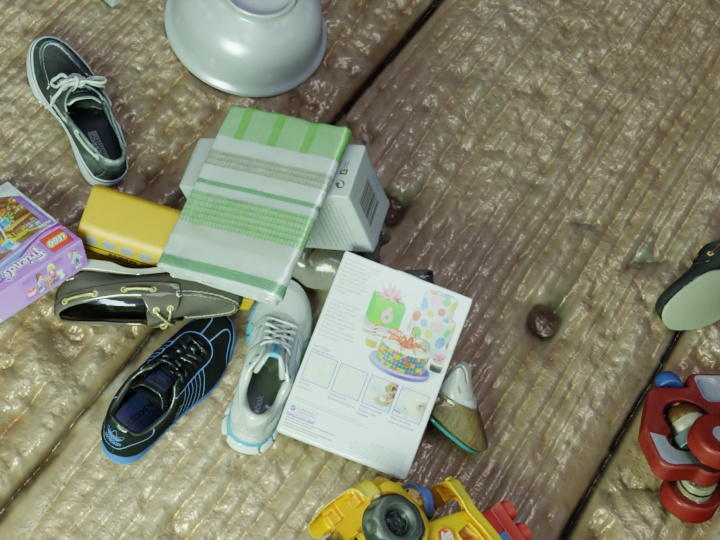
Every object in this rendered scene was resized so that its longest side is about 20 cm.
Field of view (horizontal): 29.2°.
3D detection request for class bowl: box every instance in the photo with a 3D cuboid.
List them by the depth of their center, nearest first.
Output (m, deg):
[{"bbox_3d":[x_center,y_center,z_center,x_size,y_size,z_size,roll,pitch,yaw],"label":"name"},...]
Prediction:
[{"bbox_3d":[-0.128,-0.313,1.636,0.200,0.090,0.202,6,64,-13],"label":"bowl"}]

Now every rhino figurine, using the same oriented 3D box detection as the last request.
[{"bbox_3d":[0.000,0.000,1.531,0.199,0.060,0.088,23,65,0],"label":"rhino figurine"}]

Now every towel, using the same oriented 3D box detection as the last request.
[{"bbox_3d":[-0.105,-0.069,1.405,0.148,0.031,0.201,15,70,23],"label":"towel"}]

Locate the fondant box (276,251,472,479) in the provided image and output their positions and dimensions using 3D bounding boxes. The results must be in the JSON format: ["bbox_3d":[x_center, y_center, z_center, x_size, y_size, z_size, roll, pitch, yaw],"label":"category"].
[{"bbox_3d":[0.016,0.100,1.438,0.143,0.058,0.201,20,84,7],"label":"fondant box"}]

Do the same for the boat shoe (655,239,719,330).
[{"bbox_3d":[0.430,0.005,1.657,0.201,0.074,0.063,-31,40,-17],"label":"boat shoe"}]

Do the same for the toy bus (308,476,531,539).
[{"bbox_3d":[0.077,0.276,1.381,0.192,0.136,0.200,-32,80,-39],"label":"toy bus"}]

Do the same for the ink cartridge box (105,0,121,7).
[{"bbox_3d":[-0.242,-0.426,1.628,0.084,0.144,0.200,43,61,6],"label":"ink cartridge box"}]

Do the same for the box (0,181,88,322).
[{"bbox_3d":[-0.398,0.002,1.402,0.200,0.039,0.137,-36,53,-28],"label":"box"}]

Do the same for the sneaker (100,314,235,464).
[{"bbox_3d":[-0.191,0.111,1.414,0.070,0.078,0.200,34,60,4],"label":"sneaker"}]

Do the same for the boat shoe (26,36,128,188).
[{"bbox_3d":[-0.314,-0.188,1.532,0.073,0.068,0.200,-16,70,-23],"label":"boat shoe"}]

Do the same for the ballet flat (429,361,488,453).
[{"bbox_3d":[0.072,0.111,1.488,0.200,0.072,0.068,40,16,10],"label":"ballet flat"}]

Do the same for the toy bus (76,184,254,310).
[{"bbox_3d":[-0.200,-0.023,1.477,0.199,0.078,0.065,18,61,-7],"label":"toy bus"}]

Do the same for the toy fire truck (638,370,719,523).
[{"bbox_3d":[0.400,0.182,1.544,0.199,0.113,0.168,2,40,-16],"label":"toy fire truck"}]

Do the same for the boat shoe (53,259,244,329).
[{"bbox_3d":[-0.219,0.031,1.437,0.198,0.072,0.060,5,55,0],"label":"boat shoe"}]

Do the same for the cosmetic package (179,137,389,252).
[{"bbox_3d":[-0.080,-0.081,1.478,0.199,0.102,0.072,5,57,22],"label":"cosmetic package"}]

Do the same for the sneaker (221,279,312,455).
[{"bbox_3d":[-0.089,0.090,1.450,0.074,0.087,0.201,15,60,-6],"label":"sneaker"}]
